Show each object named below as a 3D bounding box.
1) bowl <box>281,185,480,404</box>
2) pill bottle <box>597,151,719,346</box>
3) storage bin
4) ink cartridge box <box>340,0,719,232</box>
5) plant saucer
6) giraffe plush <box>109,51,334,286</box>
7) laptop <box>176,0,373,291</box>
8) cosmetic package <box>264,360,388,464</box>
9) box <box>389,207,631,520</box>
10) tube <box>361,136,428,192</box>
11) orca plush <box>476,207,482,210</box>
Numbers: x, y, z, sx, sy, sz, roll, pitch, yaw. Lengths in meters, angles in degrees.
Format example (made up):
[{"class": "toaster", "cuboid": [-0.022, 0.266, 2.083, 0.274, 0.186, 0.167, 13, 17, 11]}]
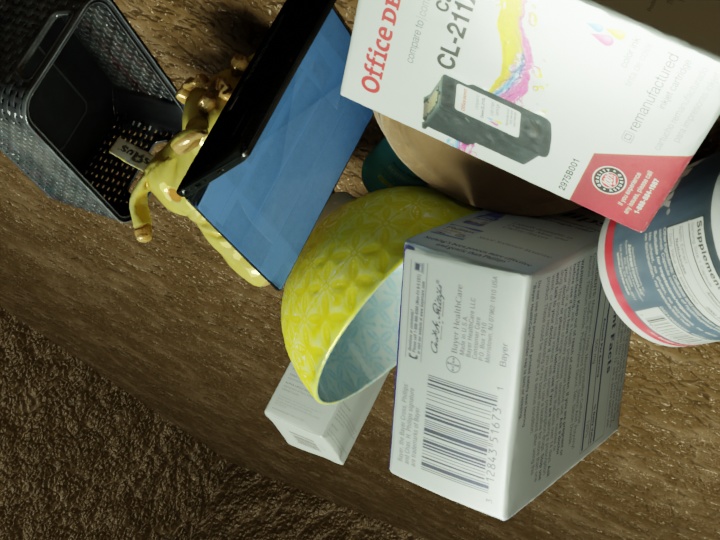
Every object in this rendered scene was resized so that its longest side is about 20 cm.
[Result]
[{"class": "bowl", "cuboid": [0.000, 0.000, 0.908, 0.108, 0.200, 0.200, 43, 167, 19]}, {"class": "pill bottle", "cuboid": [0.248, -0.021, 0.694, 0.119, 0.120, 0.200, 31, 161, -13]}, {"class": "storage bin", "cuboid": [-0.258, -0.151, 1.024, 0.094, 0.135, 0.200, 18, 160, 27]}, {"class": "ink cartridge box", "cuboid": [0.099, -0.128, 0.619, 0.200, 0.083, 0.146, 25, 148, 6]}, {"class": "plant saucer", "cuboid": [0.097, -0.100, 0.774, 0.199, 0.030, 0.200, 16, 150, 9]}, {"class": "giraffe plush", "cuboid": [-0.096, -0.103, 0.913, 0.199, 0.173, 0.162, 14, 153, -15]}, {"class": "laptop", "cuboid": [-0.023, -0.103, 0.741, 0.116, 0.188, 0.200, 32, 161, -18]}, {"class": "cosmetic package", "cuboid": [-0.021, 0.110, 1.308, 0.081, 0.200, 0.113, 19, 158, 21]}, {"class": "box", "cuboid": [0.121, 0.054, 0.845, 0.105, 0.185, 0.200, 16, -158, 33]}, {"class": "tube", "cuboid": [0.058, -0.104, 0.865, 0.077, 0.051, 0.200, 20, 160, -14]}, {"class": "orca plush", "cuboid": [0.137, -0.004, 0.975, 0.200, 0.071, 0.105, 24, 162, 10]}]
